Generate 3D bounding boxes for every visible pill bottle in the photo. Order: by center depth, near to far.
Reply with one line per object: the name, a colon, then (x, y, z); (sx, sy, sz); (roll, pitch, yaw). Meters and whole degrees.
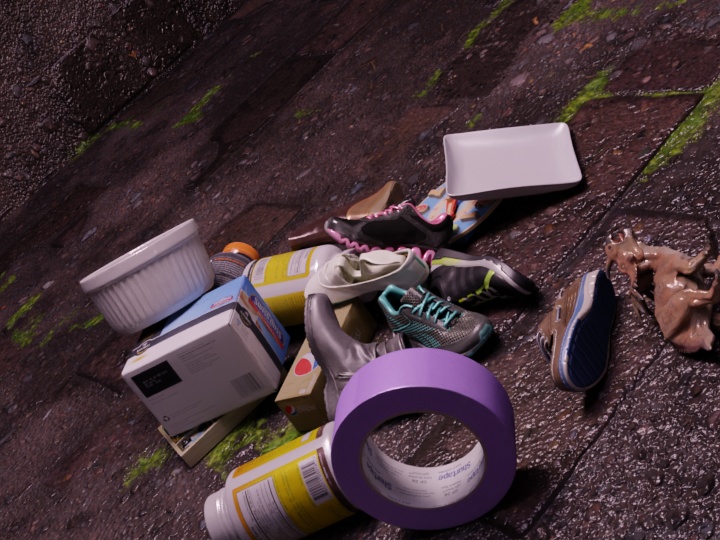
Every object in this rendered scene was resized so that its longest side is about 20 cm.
pill bottle: (-0.087, 0.269, 1.374); (0.198, 0.110, 0.110); (-27, 27, 17)
pill bottle: (-0.076, 0.022, 1.751); (0.197, 0.112, 0.112); (-11, 35, 29)
pill bottle: (-0.224, 0.043, 1.869); (0.105, 0.107, 0.202); (-18, 33, 31)

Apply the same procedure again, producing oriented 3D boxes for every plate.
plate: (0.225, -0.159, 1.720); (0.196, 0.033, 0.201); (-6, 31, 6)

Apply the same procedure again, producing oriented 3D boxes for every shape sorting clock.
shape sorting clock: (0.146, -0.100, 1.774); (0.198, 0.039, 0.201); (-28, 27, 16)

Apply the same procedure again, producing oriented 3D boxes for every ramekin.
ramekin: (-0.315, 0.014, 1.741); (0.198, 0.106, 0.200); (-28, 9, 5)

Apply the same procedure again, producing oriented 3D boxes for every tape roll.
tape roll: (0.068, 0.183, 1.223); (0.198, 0.201, 0.066); (-25, 28, 19)

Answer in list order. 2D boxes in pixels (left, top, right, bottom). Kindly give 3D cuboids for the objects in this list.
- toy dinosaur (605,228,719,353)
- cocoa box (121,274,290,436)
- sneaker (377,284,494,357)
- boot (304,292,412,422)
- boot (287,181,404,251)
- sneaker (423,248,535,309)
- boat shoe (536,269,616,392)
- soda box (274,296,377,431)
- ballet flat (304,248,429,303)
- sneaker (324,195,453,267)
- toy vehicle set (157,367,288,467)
toy dinosaur: (0.351, 0.035, 1.267); (0.135, 0.085, 0.202); (-33, 41, 29)
cocoa box: (-0.224, 0.125, 1.681); (0.198, 0.134, 0.132); (-25, 25, 21)
sneaker: (0.091, 0.064, 1.513); (0.198, 0.092, 0.078); (4, 47, 52)
boot: (0.007, 0.106, 1.499); (0.130, 0.070, 0.203); (-24, 73, 22)
boot: (-0.018, -0.084, 1.825); (0.164, 0.074, 0.200); (-13, 9, 19)
sneaker: (0.157, 0.028, 1.547); (0.199, 0.071, 0.084); (13, 77, 58)
boat shoe: (0.248, 0.079, 1.335); (0.072, 0.073, 0.200); (-23, 19, 34)
soda box: (-0.045, 0.127, 1.605); (0.067, 0.064, 0.201); (-16, 33, 35)
ballet flat: (0.000, 0.000, 1.617); (0.197, 0.070, 0.070); (-8, 36, 25)
sneaker: (0.046, -0.065, 1.662); (0.079, 0.196, 0.097); (-129, 51, -77)
toy vehicle set: (-0.209, 0.199, 1.727); (0.200, 0.027, 0.124); (-43, 27, -13)
